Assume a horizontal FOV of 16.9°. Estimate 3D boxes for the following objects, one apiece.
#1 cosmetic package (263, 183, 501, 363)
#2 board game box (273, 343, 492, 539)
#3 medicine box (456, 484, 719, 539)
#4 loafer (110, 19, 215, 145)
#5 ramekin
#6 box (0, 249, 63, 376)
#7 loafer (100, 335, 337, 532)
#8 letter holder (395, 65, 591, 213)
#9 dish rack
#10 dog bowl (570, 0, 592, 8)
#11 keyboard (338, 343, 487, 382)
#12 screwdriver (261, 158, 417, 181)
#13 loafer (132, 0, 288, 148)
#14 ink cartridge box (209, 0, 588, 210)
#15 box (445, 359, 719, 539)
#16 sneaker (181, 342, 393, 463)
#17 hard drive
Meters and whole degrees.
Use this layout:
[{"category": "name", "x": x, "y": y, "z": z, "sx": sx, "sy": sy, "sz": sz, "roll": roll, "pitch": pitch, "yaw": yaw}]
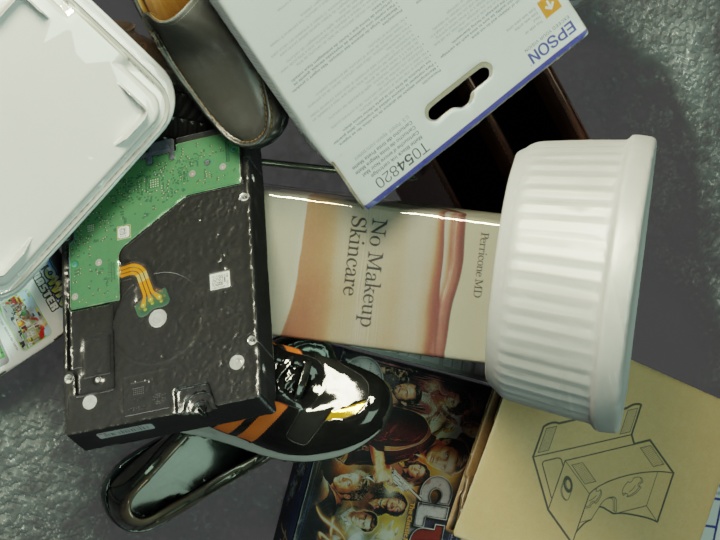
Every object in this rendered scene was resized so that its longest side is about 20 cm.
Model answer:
[{"category": "cosmetic package", "x": 0.000, "y": 0.000, "z": 1.670, "sx": 0.198, "sy": 0.087, "sz": 0.104, "roll": 6, "pitch": 95, "yaw": 6}, {"category": "board game box", "x": 0.012, "y": 0.166, "z": 1.778, "sx": 0.135, "sy": 0.035, "sz": 0.202, "roll": 14, "pitch": 90, "yaw": -27}, {"category": "medicine box", "x": 0.165, "y": 0.214, "z": 1.821, "sx": 0.181, "sy": 0.103, "sz": 0.202, "roll": 10, "pitch": 92, "yaw": -26}, {"category": "loafer", "x": -0.180, "y": -0.135, "z": 1.635, "sx": 0.199, "sy": 0.071, "sz": 0.073, "roll": 20, "pitch": 118, "yaw": -22}, {"category": "ramekin", "x": 0.140, "y": 0.004, "z": 1.621, "sx": 0.093, "sy": 0.202, "sz": 0.204, "roll": 7, "pitch": 94, "yaw": 8}, {"category": "box", "x": -0.272, "y": -0.027, "z": 1.615, "sx": 0.110, "sy": 0.035, "sz": 0.201, "roll": -33, "pitch": 109, "yaw": -19}, {"category": "loafer", "x": -0.091, "y": 0.117, "z": 1.693, "sx": 0.200, "sy": 0.063, "sz": 0.072, "roll": -39, "pitch": 100, "yaw": -9}, {"category": "letter holder", "x": 0.086, "y": -0.091, "z": 1.721, "sx": 0.100, "sy": 0.142, "sz": 0.201, "roll": -36, "pitch": 111, "yaw": -17}, {"category": "dish rack", "x": -0.229, "y": -0.090, "z": 1.562, "sx": 0.172, "sy": 0.044, "sz": 0.200, "roll": 43, "pitch": 89, "yaw": -23}, {"category": "dog bowl", "x": 0.097, "y": -0.260, "z": 1.684, "sx": 0.058, "sy": 0.200, "sz": 0.200, "roll": -34, "pitch": 112, "yaw": 10}, {"category": "keyboard", "x": 0.032, "y": 0.038, "z": 1.777, "sx": 0.199, "sy": 0.011, "sz": 0.057, "roll": 15, "pitch": 71, "yaw": -27}, {"category": "screwdriver", "x": -0.057, "y": -0.071, "z": 1.700, "sx": 0.198, "sy": 0.028, "sz": 0.029, "roll": 9, "pitch": 127, "yaw": -16}, {"category": "loafer", "x": -0.114, "y": -0.165, "z": 1.565, "sx": 0.072, "sy": 0.072, "sz": 0.201, "roll": -29, "pitch": 95, "yaw": 21}, {"category": "ink cartridge box", "x": 0.022, "y": -0.173, "z": 1.559, "sx": 0.199, "sy": 0.041, "sz": 0.200, "roll": -38, "pitch": 121, "yaw": -5}, {"category": "box", "x": 0.171, "y": 0.143, "z": 1.746, "sx": 0.199, "sy": 0.021, "sz": 0.165, "roll": 23, "pitch": 82, "yaw": -25}, {"category": "sneaker", "x": -0.079, "y": 0.075, "z": 1.626, "sx": 0.090, "sy": 0.198, "sz": 0.070, "roll": 69, "pitch": 32, "yaw": -59}, {"category": "hard drive", "x": -0.128, "y": 0.011, "z": 1.597, "sx": 0.038, "sy": 0.139, "sz": 0.202, "roll": 51, "pitch": 29, "yaw": -60}]
